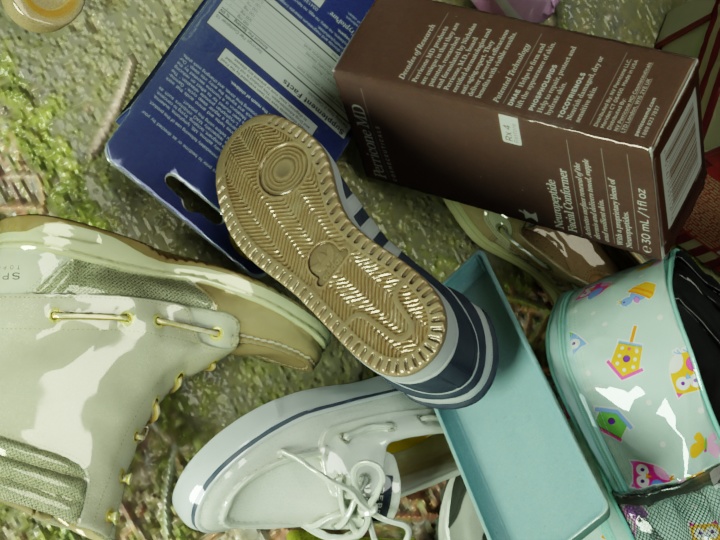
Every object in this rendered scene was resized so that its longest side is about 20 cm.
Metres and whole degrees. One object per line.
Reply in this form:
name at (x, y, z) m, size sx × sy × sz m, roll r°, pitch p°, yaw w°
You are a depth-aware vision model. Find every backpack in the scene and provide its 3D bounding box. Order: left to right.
backpack at (0.173, 0.096, 0.926) m, size 0.176 × 0.152 × 0.202 m, roll -44°, pitch 117°, yaw -68°

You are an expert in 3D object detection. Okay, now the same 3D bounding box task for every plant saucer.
plant saucer at (0.077, 0.077, 0.867) m, size 0.019 × 0.070 × 0.201 m, roll 32°, pitch 24°, yaw -37°

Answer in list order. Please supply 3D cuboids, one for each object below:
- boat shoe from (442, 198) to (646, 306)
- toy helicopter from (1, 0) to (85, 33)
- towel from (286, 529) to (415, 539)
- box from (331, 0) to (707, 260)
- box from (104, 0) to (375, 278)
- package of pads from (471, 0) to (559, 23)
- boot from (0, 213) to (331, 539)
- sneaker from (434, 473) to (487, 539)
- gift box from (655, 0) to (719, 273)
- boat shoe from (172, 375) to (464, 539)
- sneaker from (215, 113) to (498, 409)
boat shoe at (0.126, -0.029, 1.009) m, size 0.200 × 0.063 × 0.074 m, roll 42°, pitch 62°, yaw -13°
toy helicopter at (-0.233, -0.198, 0.851) m, size 0.200 × 0.079 × 0.133 m, roll 43°, pitch 62°, yaw -17°
towel at (0.023, 0.208, 0.844) m, size 0.085 × 0.018 × 0.200 m, roll 13°, pitch 27°, yaw -26°
box at (0.092, -0.086, 0.910) m, size 0.075 × 0.199 × 0.100 m, roll -57°, pitch 149°, yaw -26°
box at (-0.061, -0.102, 0.943) m, size 0.121 × 0.032 × 0.201 m, roll 39°, pitch 61°, yaw -15°
package of pads at (0.083, -0.261, 1.036) m, size 0.200 × 0.076 × 0.121 m, roll 50°, pitch 59°, yaw -9°
boot at (-0.115, 0.069, 0.851) m, size 0.199 × 0.072 × 0.156 m, roll 19°, pitch 73°, yaw -30°
sneaker at (0.098, 0.200, 0.929) m, size 0.073 × 0.079 × 0.202 m, roll -4°, pitch 78°, yaw -27°
gift box at (0.307, -0.105, 1.053) m, size 0.184 × 0.199 × 0.188 m, roll 34°, pitch 63°, yaw -23°
boat shoe at (-0.003, 0.116, 0.876) m, size 0.201 × 0.075 × 0.086 m, roll -12°, pitch 43°, yaw -41°
sneaker at (0.000, 0.000, 0.880) m, size 0.070 × 0.200 × 0.108 m, roll -45°, pitch 146°, yaw 7°
